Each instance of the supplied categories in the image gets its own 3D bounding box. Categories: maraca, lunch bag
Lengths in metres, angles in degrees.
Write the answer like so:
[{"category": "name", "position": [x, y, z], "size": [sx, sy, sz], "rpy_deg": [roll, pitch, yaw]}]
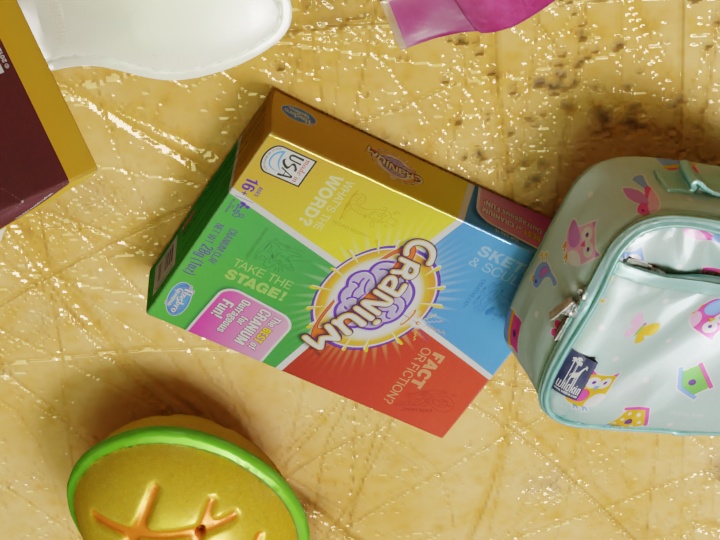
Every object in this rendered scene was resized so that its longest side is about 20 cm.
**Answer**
[{"category": "maraca", "position": [-0.090, 0.162, 1.649], "size": [0.137, 0.107, 0.200], "rpy_deg": [-24, 127, 29]}, {"category": "lunch bag", "position": [0.187, 0.015, 1.513], "size": [0.199, 0.077, 0.161], "rpy_deg": [5, 131, -28]}]

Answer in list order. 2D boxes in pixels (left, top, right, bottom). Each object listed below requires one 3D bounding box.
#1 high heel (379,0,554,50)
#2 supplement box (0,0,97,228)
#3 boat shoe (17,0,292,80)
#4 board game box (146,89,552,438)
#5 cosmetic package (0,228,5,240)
[{"category": "high heel", "position": [0.037, -0.198, 1.370], "size": [0.095, 0.067, 0.201], "rpy_deg": [-17, 126, 7]}, {"category": "supplement box", "position": [-0.274, -0.083, 1.314], "size": [0.133, 0.200, 0.198], "rpy_deg": [-24, 92, 50]}, {"category": "boat shoe", "position": [-0.135, -0.139, 1.426], "size": [0.201, 0.060, 0.072], "rpy_deg": [-6, 118, 5]}, {"category": "board game box", "position": [0.000, 0.000, 1.554], "size": [0.199, 0.040, 0.153], "rpy_deg": [23, 127, -18]}, {"category": "cosmetic package", "position": [-0.289, -0.059, 1.487], "size": [0.199, 0.073, 0.104], "rpy_deg": [16, 130, -12]}]
